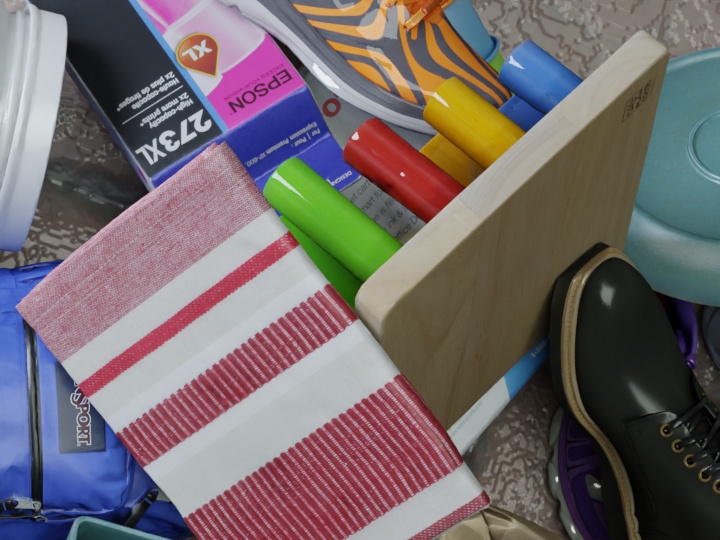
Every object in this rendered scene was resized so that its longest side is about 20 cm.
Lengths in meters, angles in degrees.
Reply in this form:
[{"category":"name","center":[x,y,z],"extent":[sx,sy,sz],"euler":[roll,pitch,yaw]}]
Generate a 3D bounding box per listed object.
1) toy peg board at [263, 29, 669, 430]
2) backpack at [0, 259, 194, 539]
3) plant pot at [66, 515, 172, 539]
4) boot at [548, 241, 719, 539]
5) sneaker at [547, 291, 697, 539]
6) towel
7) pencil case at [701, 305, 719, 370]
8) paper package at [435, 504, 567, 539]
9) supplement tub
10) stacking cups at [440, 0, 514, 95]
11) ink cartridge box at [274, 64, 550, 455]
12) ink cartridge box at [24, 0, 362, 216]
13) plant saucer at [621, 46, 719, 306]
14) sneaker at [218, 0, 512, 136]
[{"category":"toy peg board","center":[0.039,-0.021,1.261],"extent":[0.098,0.200,0.199],"euler":[39,66,18]},{"category":"backpack","center":[-0.155,0.077,1.290],"extent":[0.199,0.168,0.163],"euler":[-3,91,-15]},{"category":"plant pot","center":[-0.110,0.244,1.260],"extent":[0.141,0.200,0.142],"euler":[18,50,-14]},{"category":"boot","center":[0.179,0.085,1.307],"extent":[0.077,0.138,0.201],"euler":[-40,124,-25]},{"category":"sneaker","center":[0.148,0.069,1.415],"extent":[0.080,0.083,0.201],"euler":[-3,88,-15]},{"category":"towel","center":[-0.049,0.055,1.174],"extent":[0.200,0.144,0.023],"euler":[52,34,-5]},{"category":"pencil case","center":[0.252,0.048,1.385],"extent":[0.091,0.200,0.083],"euler":[34,94,-16]},{"category":"paper package","center":[0.026,0.217,1.307],"extent":[0.103,0.200,0.191],"euler":[26,78,-12]},{"category":"supplement tub","center":[-0.256,-0.088,1.288],"extent":[0.199,0.145,0.146],"euler":[11,82,-13]},{"category":"stacking cups","center":[0.040,-0.123,1.384],"extent":[0.060,0.060,0.200],"euler":[-39,115,-15]},{"category":"ink cartridge box","center":[0.000,0.000,1.381],"extent":[0.200,0.085,0.145],"euler":[45,75,-8]},{"category":"ink cartridge box","center":[-0.089,-0.097,1.332],"extent":[0.094,0.037,0.200],"euler":[-32,59,-7]},{"category":"plant saucer","center":[0.209,-0.060,1.405],"extent":[0.199,0.028,0.201],"euler":[-4,45,4]},{"category":"sneaker","center":[0.006,-0.154,1.302],"extent":[0.200,0.078,0.112],"euler":[33,120,1]}]
